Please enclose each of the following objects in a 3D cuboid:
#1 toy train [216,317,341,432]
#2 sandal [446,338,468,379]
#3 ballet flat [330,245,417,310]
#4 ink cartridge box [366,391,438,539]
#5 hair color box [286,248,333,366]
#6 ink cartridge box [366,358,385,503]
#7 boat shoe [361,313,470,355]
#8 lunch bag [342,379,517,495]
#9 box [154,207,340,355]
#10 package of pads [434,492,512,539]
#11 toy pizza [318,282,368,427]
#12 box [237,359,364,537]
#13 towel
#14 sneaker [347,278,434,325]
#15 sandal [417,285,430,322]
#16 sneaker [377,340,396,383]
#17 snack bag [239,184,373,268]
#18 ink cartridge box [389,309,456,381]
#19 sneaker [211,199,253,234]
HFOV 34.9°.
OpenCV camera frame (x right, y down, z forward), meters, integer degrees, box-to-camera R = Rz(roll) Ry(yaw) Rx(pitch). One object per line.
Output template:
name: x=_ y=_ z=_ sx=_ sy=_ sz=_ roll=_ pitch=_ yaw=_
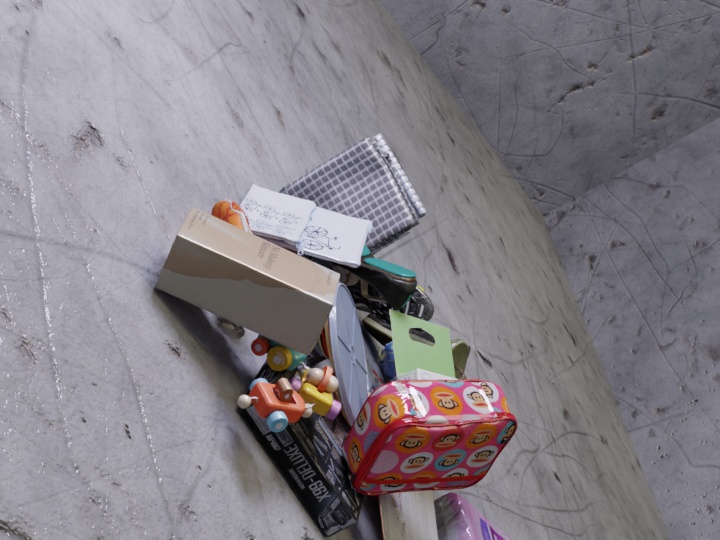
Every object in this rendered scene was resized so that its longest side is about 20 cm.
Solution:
toy train: x=-0.091 y=0.111 z=1.361 sx=0.150 sy=0.056 sz=0.200 roll=19 pitch=26 yaw=-36
sandal: x=0.137 y=0.203 z=1.727 sx=0.080 sy=0.057 sz=0.202 roll=39 pitch=60 yaw=-54
ballet flat: x=0.000 y=0.000 z=1.694 sx=0.068 sy=0.069 sz=0.200 roll=-2 pitch=26 yaw=-43
ink cartridge box: x=0.043 y=0.280 z=1.562 sx=0.176 sy=0.045 sz=0.201 roll=30 pitch=49 yaw=-56
hair color box: x=-0.082 y=0.038 z=1.641 sx=0.111 sy=0.064 sz=0.200 roll=54 pitch=19 yaw=-25
ink cartridge box: x=0.025 y=0.236 z=1.655 sx=0.163 sy=0.050 sz=0.200 roll=57 pitch=14 yaw=-11
boat shoe: x=0.093 y=0.111 z=1.856 sx=0.200 sy=0.066 sz=0.072 roll=27 pitch=-18 yaw=35
lunch bag: x=0.080 y=0.216 z=1.436 sx=0.199 sy=0.177 sz=0.082 roll=2 pitch=45 yaw=-28
box: x=-0.131 y=0.012 z=1.361 sx=0.199 sy=0.078 sz=0.095 roll=24 pitch=24 yaw=-8
package of pads: x=0.175 y=0.432 z=1.725 sx=0.200 sy=0.075 sz=0.121 roll=46 pitch=25 yaw=-40
toy pizza: x=-0.025 y=0.114 z=1.523 sx=0.200 sy=0.032 sz=0.201 roll=-9 pitch=90 yaw=-81
box: x=-0.063 y=0.209 z=1.445 sx=0.200 sy=0.050 sz=0.158 roll=57 pitch=17 yaw=-13
towel: x=-0.016 y=-0.101 z=1.817 sx=0.166 sy=0.199 sz=0.086 roll=62 pitch=18 yaw=9
sneaker: x=0.033 y=0.037 z=1.761 sx=0.079 sy=0.199 sz=0.074 roll=5 pitch=98 yaw=-53
sandal: x=0.086 y=0.091 z=2.027 sx=0.087 sy=0.079 sz=0.200 roll=38 pitch=20 yaw=-43
sneaker: x=0.067 y=0.148 z=1.791 sx=0.200 sy=0.075 sz=0.077 roll=110 pitch=-45 yaw=-80
snack bag: x=-0.082 y=-0.066 z=1.676 sx=0.199 sy=0.022 sz=0.189 roll=17 pitch=22 yaw=0
ink cartridge box: x=0.109 y=0.158 z=1.635 sx=0.145 sy=0.048 sz=0.201 roll=20 pitch=59 yaw=-45
sneaker: x=-0.171 y=-0.031 z=1.494 sx=0.200 sy=0.077 sz=0.073 roll=-123 pitch=-169 yaw=-55
